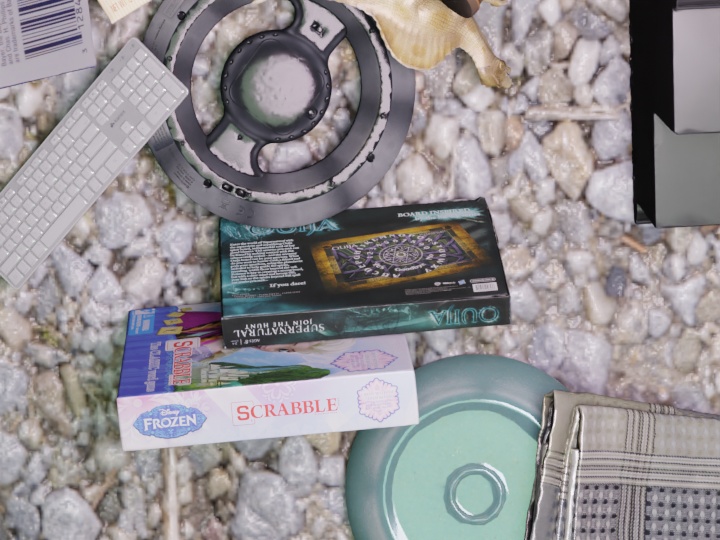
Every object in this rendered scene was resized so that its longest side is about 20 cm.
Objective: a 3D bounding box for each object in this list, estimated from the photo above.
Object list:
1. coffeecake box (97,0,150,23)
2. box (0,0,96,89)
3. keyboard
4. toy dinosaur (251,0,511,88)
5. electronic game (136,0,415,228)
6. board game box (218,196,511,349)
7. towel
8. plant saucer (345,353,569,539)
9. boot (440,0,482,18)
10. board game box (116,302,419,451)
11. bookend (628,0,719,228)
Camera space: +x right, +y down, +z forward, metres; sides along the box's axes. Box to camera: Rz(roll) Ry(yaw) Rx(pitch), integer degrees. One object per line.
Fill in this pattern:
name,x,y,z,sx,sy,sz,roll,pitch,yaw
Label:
coffeecake box,-0.155,-0.297,1.600,0.153,0.073,0.201,-30,103,5
box,-0.288,-0.217,1.548,0.199,0.105,0.185,5,108,37
keyboard,-0.202,-0.074,1.660,0.056,0.011,0.200,46,109,10
toy dinosaur,0.033,-0.191,1.624,0.199,0.058,0.102,20,75,-19
electronic game,-0.060,-0.130,1.662,0.198,0.042,0.202,0,96,-4
board game box,0.000,0.000,1.651,0.198,0.136,0.028,-4,122,-2
towel,0.203,0.192,1.705,0.199,0.034,0.194,9,89,-29
plant saucer,0.086,0.162,1.720,0.198,0.036,0.202,0,91,5
boot,0.040,-0.258,1.583,0.075,0.074,0.201,-29,65,-8
board game box,-0.066,0.065,1.630,0.198,0.200,0.041,-5,106,-3
bookend,0.244,-0.111,1.603,0.091,0.200,0.200,-3,104,-2
